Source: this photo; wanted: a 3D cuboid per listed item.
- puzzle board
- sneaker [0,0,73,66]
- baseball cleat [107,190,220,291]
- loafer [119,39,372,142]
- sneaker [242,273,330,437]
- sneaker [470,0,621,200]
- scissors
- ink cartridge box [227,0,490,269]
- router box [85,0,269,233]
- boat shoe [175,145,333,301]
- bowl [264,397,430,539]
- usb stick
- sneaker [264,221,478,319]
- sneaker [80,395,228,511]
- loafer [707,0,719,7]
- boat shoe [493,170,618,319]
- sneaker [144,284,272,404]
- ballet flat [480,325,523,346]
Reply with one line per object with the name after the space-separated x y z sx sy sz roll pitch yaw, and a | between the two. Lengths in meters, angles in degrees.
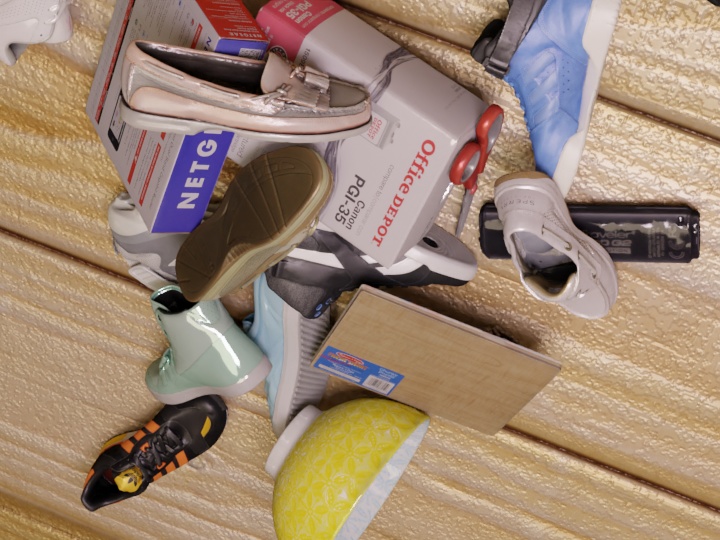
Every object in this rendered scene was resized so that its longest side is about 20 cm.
0.067 0.084 1.237 0.198 0.018 0.151 22 144 -10 | puzzle board
-0.284 -0.257 1.195 0.099 0.078 0.199 43 132 -18 | sneaker
-0.151 -0.021 1.296 0.197 0.070 0.108 16 130 19 | baseball cleat
-0.086 -0.140 1.025 0.197 0.072 0.064 2 121 -6 | loafer
-0.078 0.076 1.329 0.081 0.074 0.202 26 126 27 | sneaker
0.143 -0.154 1.111 0.110 0.077 0.202 15 123 8 | sneaker
0.101 -0.082 1.152 0.014 0.074 0.200 29 169 13 | scissors
-0.010 -0.122 1.128 0.199 0.083 0.147 34 125 9 | ink cartridge box
-0.165 -0.165 1.152 0.048 0.180 0.201 -2 133 -35 | router box
-0.082 -0.037 1.132 0.201 0.063 0.074 -43 61 37 | boat shoe
-0.029 0.196 1.310 0.107 0.200 0.202 34 125 12 | bowl
0.201 -0.034 1.189 0.197 0.033 0.056 2 118 17 | usb stick
0.000 0.000 1.221 0.197 0.073 0.113 18 116 -19 | sneaker
-0.220 0.199 1.422 0.199 0.090 0.070 -33 106 30 | sneaker
0.266 -0.259 1.016 0.199 0.068 0.071 34 84 -18 | loafer
0.165 -0.002 1.144 0.070 0.070 0.200 -13 143 29 | boat shoe
-0.174 0.064 1.317 0.199 0.074 0.119 -12 116 53 | sneaker
0.061 0.072 1.287 0.197 0.067 0.047 2 81 18 | ballet flat
